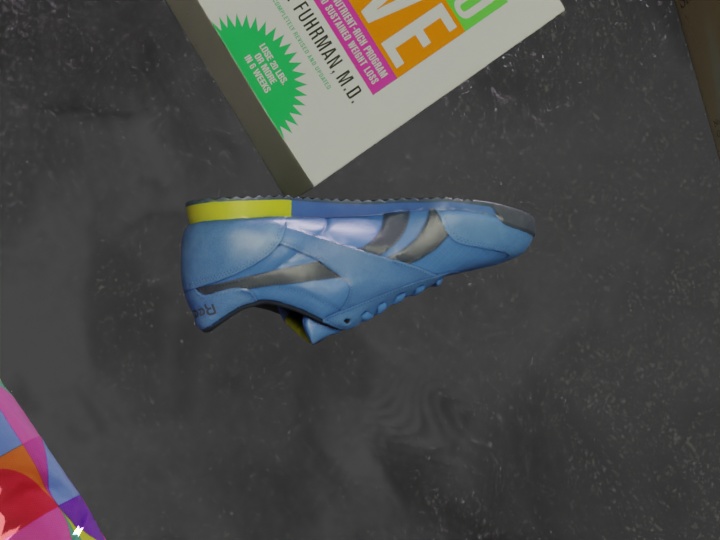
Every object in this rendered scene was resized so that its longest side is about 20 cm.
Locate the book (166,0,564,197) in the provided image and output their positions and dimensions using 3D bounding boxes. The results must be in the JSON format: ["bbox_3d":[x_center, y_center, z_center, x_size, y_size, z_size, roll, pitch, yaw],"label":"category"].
[{"bbox_3d":[0.001,-0.146,1.405,0.200,0.048,0.134,-37,98,-31],"label":"book"}]

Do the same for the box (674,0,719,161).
[{"bbox_3d":[0.234,-0.174,1.503,0.077,0.095,0.201,-8,74,-23],"label":"box"}]

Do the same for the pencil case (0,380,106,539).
[{"bbox_3d":[-0.181,0.104,1.252,0.088,0.088,0.201,-29,86,-27],"label":"pencil case"}]

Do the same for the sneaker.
[{"bbox_3d":[0.000,0.000,1.373,0.199,0.066,0.079,-2,84,-21],"label":"sneaker"}]
